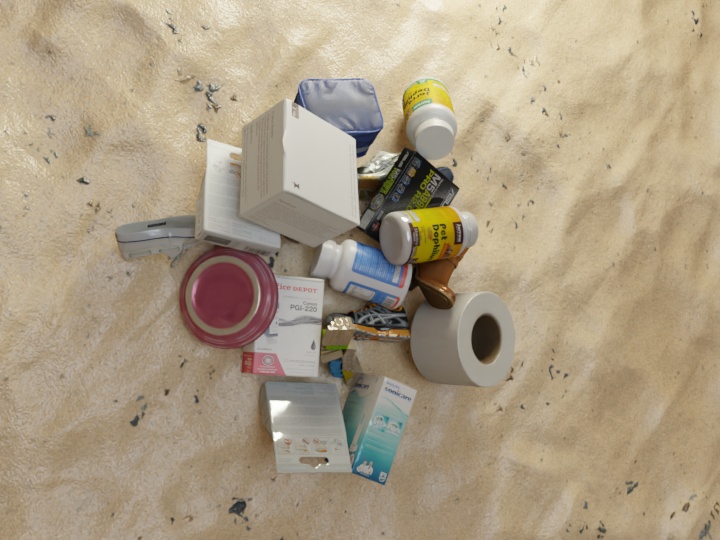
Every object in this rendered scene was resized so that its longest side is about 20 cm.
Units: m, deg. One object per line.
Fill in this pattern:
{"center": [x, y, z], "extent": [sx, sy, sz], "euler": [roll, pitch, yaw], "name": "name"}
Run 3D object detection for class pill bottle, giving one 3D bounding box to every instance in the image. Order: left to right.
{"center": [0.000, 0.000, 1.547], "extent": [0.198, 0.112, 0.114], "euler": [19, 78, -13], "name": "pill bottle"}
{"center": [0.151, -0.328, 1.594], "extent": [0.112, 0.113, 0.201], "euler": [23, 36, -20], "name": "pill bottle"}
{"center": [0.146, -0.075, 1.528], "extent": [0.198, 0.109, 0.111], "euler": [-9, 89, -30], "name": "pill bottle"}

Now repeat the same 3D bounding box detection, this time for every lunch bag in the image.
{"center": [-0.051, -0.314, 1.548], "extent": [0.198, 0.132, 0.137], "euler": [-5, 71, -24], "name": "lunch bag"}

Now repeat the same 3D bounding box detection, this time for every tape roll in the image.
{"center": [0.223, 0.149, 1.597], "extent": [0.201, 0.138, 0.206], "euler": [3, 85, -43], "name": "tape roll"}

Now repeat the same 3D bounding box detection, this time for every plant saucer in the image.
{"center": [-0.259, 0.050, 1.416], "extent": [0.198, 0.051, 0.203], "euler": [-1, 83, 7], "name": "plant saucer"}

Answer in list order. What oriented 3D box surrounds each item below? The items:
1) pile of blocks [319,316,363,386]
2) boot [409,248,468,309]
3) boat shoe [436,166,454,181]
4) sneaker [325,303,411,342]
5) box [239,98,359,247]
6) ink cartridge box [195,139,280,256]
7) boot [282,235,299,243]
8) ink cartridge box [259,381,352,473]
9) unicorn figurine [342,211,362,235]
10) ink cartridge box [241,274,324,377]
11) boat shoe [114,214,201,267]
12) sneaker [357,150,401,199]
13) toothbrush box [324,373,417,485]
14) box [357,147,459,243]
{"center": [-0.047, 0.162, 1.518], "extent": [0.081, 0.062, 0.201], "euler": [-16, 135, -7], "name": "pile of blocks"}
{"center": [0.182, -0.004, 1.587], "extent": [0.154, 0.200, 0.074], "euler": [-37, 123, -14], "name": "boot"}
{"center": [0.146, -0.165, 1.655], "extent": [0.200, 0.069, 0.084], "euler": [-44, 103, -20], "name": "boat shoe"}
{"center": [0.016, 0.108, 1.578], "extent": [0.198, 0.078, 0.078], "euler": [9, 70, -27], "name": "sneaker"}
{"center": [-0.114, -0.180, 1.395], "extent": [0.199, 0.130, 0.201], "euler": [22, 56, -43], "name": "box"}
{"center": [-0.234, -0.139, 1.413], "extent": [0.159, 0.047, 0.202], "euler": [13, 59, -32], "name": "ink cartridge box"}
{"center": [-0.230, -0.096, 1.490], "extent": [0.146, 0.070, 0.201], "euler": [-41, 101, -15], "name": "boot"}
{"center": [-0.110, 0.317, 1.457], "extent": [0.158, 0.047, 0.202], "euler": [7, 47, -24], "name": "ink cartridge box"}
{"center": [-0.102, -0.134, 1.544], "extent": [0.198, 0.074, 0.139], "euler": [-9, 81, -26], "name": "unicorn figurine"}
{"center": [-0.156, 0.112, 1.490], "extent": [0.144, 0.085, 0.203], "euler": [6, 81, -23], "name": "ink cartridge box"}
{"center": [-0.363, -0.050, 1.412], "extent": [0.199, 0.075, 0.087], "euler": [-9, 119, -13], "name": "boat shoe"}
{"center": [0.033, -0.217, 1.618], "extent": [0.198, 0.076, 0.088], "euler": [-11, 60, -15], "name": "sneaker"}
{"center": [0.020, 0.322, 1.517], "extent": [0.085, 0.146, 0.202], "euler": [25, 75, -21], "name": "toothbrush box"}
{"center": [0.103, -0.136, 1.571], "extent": [0.160, 0.044, 0.201], "euler": [33, 91, -37], "name": "box"}
